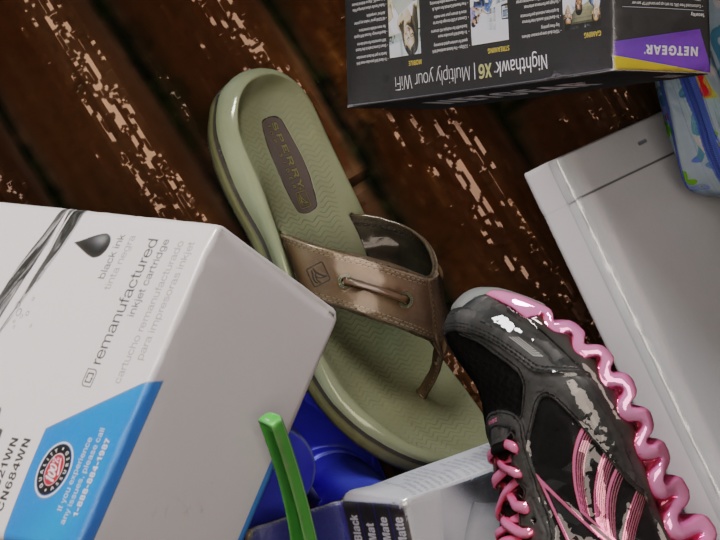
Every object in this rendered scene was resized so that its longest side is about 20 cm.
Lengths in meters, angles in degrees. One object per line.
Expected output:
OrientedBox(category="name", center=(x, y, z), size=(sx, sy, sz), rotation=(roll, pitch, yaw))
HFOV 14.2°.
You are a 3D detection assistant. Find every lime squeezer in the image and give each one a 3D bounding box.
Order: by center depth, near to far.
OrientedBox(category="lime squeezer", center=(-0.034, 0.152, 1.159), size=(0.070, 0.038, 0.201), rotation=(7, 102, -29))

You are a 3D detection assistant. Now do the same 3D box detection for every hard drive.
OrientedBox(category="hard drive", center=(0.151, 0.032, 1.244), size=(0.027, 0.132, 0.201), rotation=(-26, 89, 35))

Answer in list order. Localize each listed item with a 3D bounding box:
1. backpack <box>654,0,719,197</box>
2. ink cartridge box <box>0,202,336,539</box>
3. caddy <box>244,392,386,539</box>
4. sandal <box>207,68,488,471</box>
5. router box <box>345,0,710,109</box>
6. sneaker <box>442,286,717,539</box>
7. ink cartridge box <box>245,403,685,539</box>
OrientedBox(category="backpack", center=(0.182, -0.124, 1.235), size=(0.153, 0.163, 0.201), rotation=(-31, 88, 22))
OrientedBox(category="ink cartridge box", center=(-0.127, 0.055, 1.192), size=(0.084, 0.199, 0.147), rotation=(37, 68, -41))
OrientedBox(category="caddy", center=(-0.059, 0.146, 1.252), size=(0.141, 0.105, 0.201), rotation=(34, 84, -21))
OrientedBox(category="sandal", center=(-0.001, -0.001, 1.259), size=(0.057, 0.080, 0.202), rotation=(-30, 88, 37))
OrientedBox(category="router box", center=(0.064, -0.152, 1.211), size=(0.052, 0.200, 0.158), rotation=(0, 89, -32))
OrientedBox(category="sneaker", center=(0.083, 0.102, 1.162), size=(0.095, 0.079, 0.201), rotation=(-33, 90, -15))
OrientedBox(category="ink cartridge box", center=(0.065, 0.173, 1.224), size=(0.199, 0.041, 0.201), rotation=(-18, 103, -24))
